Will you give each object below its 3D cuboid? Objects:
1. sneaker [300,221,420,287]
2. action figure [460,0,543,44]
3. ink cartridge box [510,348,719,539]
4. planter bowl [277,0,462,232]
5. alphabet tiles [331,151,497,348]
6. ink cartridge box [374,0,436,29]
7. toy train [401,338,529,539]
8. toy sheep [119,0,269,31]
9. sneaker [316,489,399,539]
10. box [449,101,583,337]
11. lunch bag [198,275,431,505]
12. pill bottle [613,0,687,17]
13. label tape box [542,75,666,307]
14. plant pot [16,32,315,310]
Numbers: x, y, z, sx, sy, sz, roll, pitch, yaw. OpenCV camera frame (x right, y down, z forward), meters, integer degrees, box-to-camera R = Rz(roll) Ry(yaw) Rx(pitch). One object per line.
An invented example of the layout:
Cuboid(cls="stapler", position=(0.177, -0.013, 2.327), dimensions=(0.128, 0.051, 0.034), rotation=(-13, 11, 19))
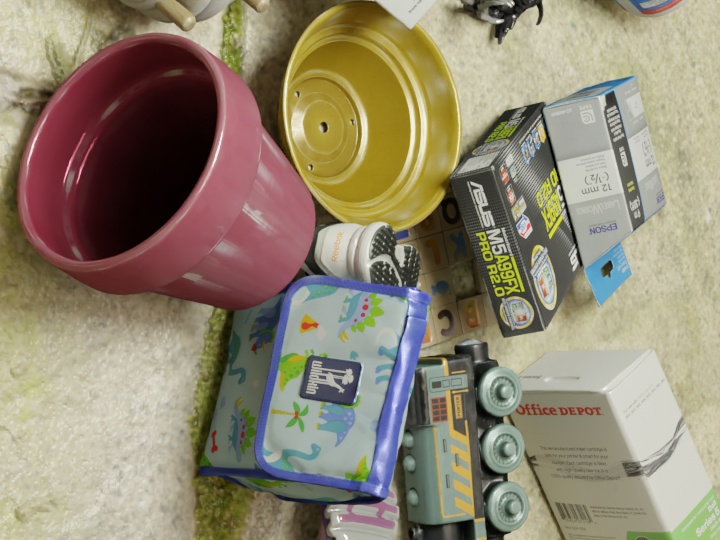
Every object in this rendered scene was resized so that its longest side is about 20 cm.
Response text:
Cuboid(cls="sneaker", position=(0.000, 0.000, 1.518), dimensions=(0.200, 0.080, 0.074), rotation=(55, 45, -67))
Cuboid(cls="action figure", position=(0.126, -0.286, 1.660), dimensions=(0.200, 0.102, 0.119), rotation=(23, 86, -36))
Cuboid(cls="ink cartridge box", position=(0.241, 0.179, 1.691), dimensions=(0.084, 0.145, 0.201), rotation=(-36, 110, -36))
Cuboid(cls="planter bowl", position=(-0.011, -0.130, 1.546), dimensions=(0.200, 0.083, 0.201), rotation=(3, 85, -39))
Cuboid(cls="alphabet tiles", position=(0.055, -0.013, 1.641), dimensions=(0.200, 0.008, 0.168), rotation=(-16, 97, -40))
Cuboid(cls="ink cartridge box", position=(-0.013, -0.312, 1.494), dimensions=(0.200, 0.147, 0.083), rotation=(38, 105, -20))
Cuboid(cls="toy train", position=(0.086, 0.164, 1.612), dimensions=(0.114, 0.085, 0.201), rotation=(-5, 91, -28))
Cuboid(cls="toy sheep", position=(-0.145, -0.259, 1.415), dimensions=(0.200, 0.138, 0.138), rotation=(-21, 100, -51))
Cuboid(cls="sneaker", position=(-0.017, 0.253, 1.520), dimensions=(0.080, 0.088, 0.201), rotation=(21, 52, -35))
Cuboid(cls="box", position=(0.152, -0.051, 1.643), dimensions=(0.200, 0.044, 0.161), rotation=(-48, 122, -60))
Cuboid(cls="lunch bag", position=(-0.029, 0.100, 1.439), dimensions=(0.127, 0.200, 0.171), rotation=(21, 74, -37))
Cuboid(cls="pill bottle", position=(0.253, -0.336, 1.734), dimensions=(0.200, 0.112, 0.113), rotation=(28, 68, -52))
Cuboid(cls="label tape box", position=(0.250, -0.080, 1.737), dimensions=(0.143, 0.066, 0.201), rotation=(-31, 105, -64))
Cuboid(cls="plant pot", position=(-0.135, -0.059, 1.382), dimensions=(0.179, 0.199, 0.201), rotation=(34, 65, -50))
